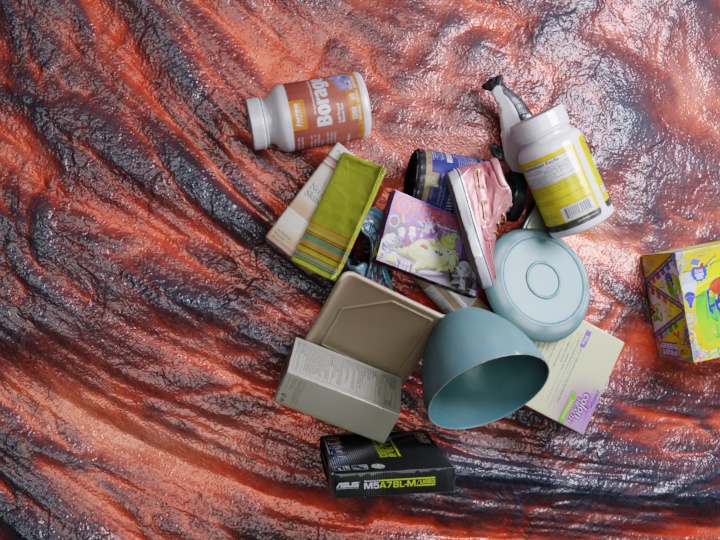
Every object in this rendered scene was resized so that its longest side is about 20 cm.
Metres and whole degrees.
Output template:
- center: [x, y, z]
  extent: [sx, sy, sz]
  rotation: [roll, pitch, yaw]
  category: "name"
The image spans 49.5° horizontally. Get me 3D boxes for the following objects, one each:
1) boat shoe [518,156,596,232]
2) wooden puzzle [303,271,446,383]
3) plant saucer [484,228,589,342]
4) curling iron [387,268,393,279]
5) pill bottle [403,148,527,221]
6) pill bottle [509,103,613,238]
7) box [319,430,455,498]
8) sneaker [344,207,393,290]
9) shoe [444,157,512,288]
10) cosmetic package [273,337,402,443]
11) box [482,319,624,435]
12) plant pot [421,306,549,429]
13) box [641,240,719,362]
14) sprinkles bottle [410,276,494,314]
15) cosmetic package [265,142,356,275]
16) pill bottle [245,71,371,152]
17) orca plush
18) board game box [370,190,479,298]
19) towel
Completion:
- center: [0.347, -0.125, 1.396]
  extent: [0.074, 0.062, 0.201]
  rotation: [32, 86, -8]
  category: "boat shoe"
- center: [0.025, 0.096, 1.303]
  extent: [0.198, 0.037, 0.186]
  rotation: [22, 130, -10]
  category: "wooden puzzle"
- center: [0.303, 0.019, 1.313]
  extent: [0.198, 0.027, 0.202]
  rotation: [6, 70, -15]
  category: "plant saucer"
- center: [0.056, 0.070, 1.362]
  extent: [0.049, 0.026, 0.202]
  rotation: [-14, 90, -5]
  category: "curling iron"
- center: [0.179, -0.140, 1.346]
  extent: [0.198, 0.112, 0.113]
  rotation: [7, 87, -8]
  category: "pill bottle"
- center: [0.332, -0.166, 1.302]
  extent: [0.113, 0.114, 0.202]
  rotation: [-26, 97, -9]
  category: "pill bottle"
- center: [0.037, 0.310, 1.264]
  extent: [0.191, 0.200, 0.048]
  rotation: [-3, 95, -7]
  category: "box"
- center: [0.000, 0.000, 1.303]
  extent: [0.079, 0.095, 0.202]
  rotation: [3, 104, 29]
  category: "sneaker"
- center: [0.208, -0.077, 1.263]
  extent: [0.090, 0.071, 0.202]
  rotation: [-17, 93, -1]
  category: "shoe"
- center: [-0.035, 0.198, 1.298]
  extent: [0.198, 0.104, 0.074]
  rotation: [23, 118, -7]
  category: "cosmetic package"
- center: [0.323, 0.158, 1.365]
  extent: [0.198, 0.097, 0.177]
  rotation: [27, 84, -6]
  category: "box"
- center: [0.178, 0.138, 1.230]
  extent: [0.198, 0.201, 0.136]
  rotation: [-13, 52, -9]
  category: "plant pot"
- center: [0.639, 0.048, 1.404]
  extent: [0.198, 0.122, 0.195]
  rotation: [-11, 91, -9]
  category: "box"
- center: [0.147, 0.030, 1.357]
  extent: [0.068, 0.068, 0.200]
  rotation: [-44, 95, -8]
  category: "sprinkles bottle"
- center: [-0.063, -0.102, 1.320]
  extent: [0.103, 0.087, 0.201]
  rotation: [36, 83, -3]
  category: "cosmetic package"
- center: [-0.088, -0.261, 1.310]
  extent: [0.198, 0.112, 0.114]
  rotation: [-12, 90, -9]
  category: "pill bottle"
- center: [0.280, -0.253, 1.403]
  extent: [0.105, 0.071, 0.201]
  rotation: [-35, 89, 36]
  category: "orca plush"
- center: [0.121, -0.041, 1.292]
  extent: [0.198, 0.032, 0.121]
  rotation: [19, 76, -22]
  category: "board game box"
- center: [-0.035, -0.089, 1.255]
  extent: [0.085, 0.018, 0.202]
  rotation: [23, 85, 19]
  category: "towel"
